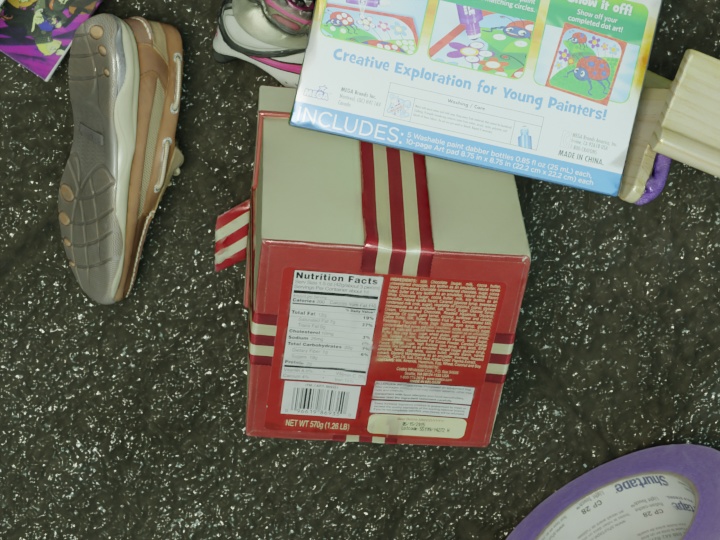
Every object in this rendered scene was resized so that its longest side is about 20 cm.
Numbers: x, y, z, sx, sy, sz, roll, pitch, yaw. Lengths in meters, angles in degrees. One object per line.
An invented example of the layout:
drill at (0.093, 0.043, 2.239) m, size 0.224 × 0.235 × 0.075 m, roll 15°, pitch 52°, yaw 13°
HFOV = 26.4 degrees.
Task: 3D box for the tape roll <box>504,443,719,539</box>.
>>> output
tape roll at (0.190, 0.214, 1.058) m, size 0.200 × 0.200 × 0.085 m, roll -32°, pitch 105°, yaw 1°

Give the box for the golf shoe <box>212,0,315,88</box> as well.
golf shoe at (-0.001, -0.139, 1.021) m, size 0.200 × 0.073 × 0.092 m, roll 24°, pitch 134°, yaw -19°

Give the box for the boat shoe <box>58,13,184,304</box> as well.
boat shoe at (-0.149, -0.070, 1.006) m, size 0.072 × 0.076 × 0.200 m, roll -12°, pitch 125°, yaw -38°

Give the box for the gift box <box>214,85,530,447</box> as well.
gift box at (0.000, 0.000, 0.987) m, size 0.184 × 0.187 × 0.200 m, roll 8°, pitch 129°, yaw -9°

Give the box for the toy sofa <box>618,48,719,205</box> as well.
toy sofa at (0.193, -0.085, 0.986) m, size 0.083 × 0.200 × 0.098 m, roll 20°, pitch 94°, yaw -13°

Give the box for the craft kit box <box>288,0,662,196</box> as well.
craft kit box at (0.074, -0.160, 0.897) m, size 0.200 × 0.049 × 0.198 m, roll 13°, pitch 96°, yaw -4°

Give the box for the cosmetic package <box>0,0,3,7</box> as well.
cosmetic package at (-0.274, -0.159, 0.947) m, size 0.083 × 0.051 × 0.200 m, roll 37°, pitch 117°, yaw -14°

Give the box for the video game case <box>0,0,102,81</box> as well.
video game case at (-0.229, -0.244, 0.949) m, size 0.200 × 0.036 × 0.181 m, roll 34°, pitch 113°, yaw -15°
